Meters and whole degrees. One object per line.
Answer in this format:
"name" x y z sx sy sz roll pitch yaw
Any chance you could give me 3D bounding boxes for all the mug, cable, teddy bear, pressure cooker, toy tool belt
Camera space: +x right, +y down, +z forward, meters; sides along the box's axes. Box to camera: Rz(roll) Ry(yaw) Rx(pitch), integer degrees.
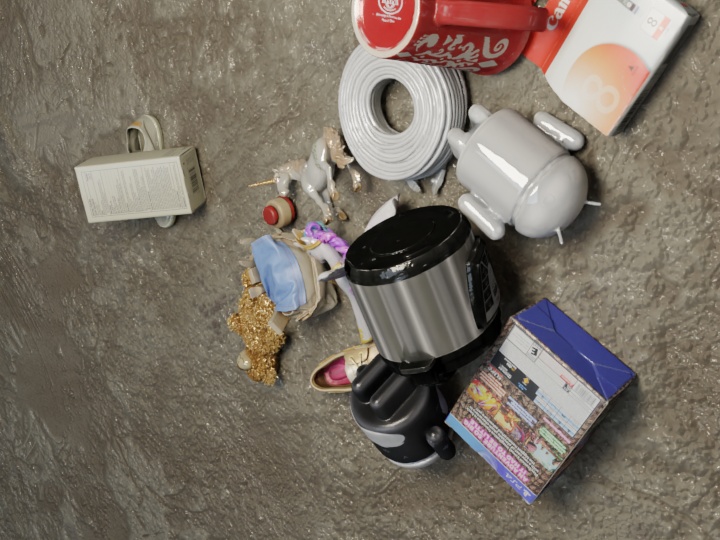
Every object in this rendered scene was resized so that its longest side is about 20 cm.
"mug" 0.108 -0.311 1.065 0.176 0.198 0.135 -22 81 45
"cable" 0.053 -0.222 1.238 0.200 0.069 0.202 41 126 23
"teddy bear" -0.175 0.095 1.529 0.144 0.066 0.202 37 124 28
"pressure cooker" 0.087 0.039 1.161 0.178 0.174 0.202 29 145 63
"toy tool belt" -0.127 -0.010 1.410 0.124 0.122 0.202 -28 85 50

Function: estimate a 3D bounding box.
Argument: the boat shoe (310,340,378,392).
"boat shoe" 0.001 0.152 1.398 0.199 0.069 0.075 -25 87 42

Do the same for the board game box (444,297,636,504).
"board game box" 0.232 0.170 1.191 0.159 0.096 0.201 43 126 22

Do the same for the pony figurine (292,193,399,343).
"pony figurine" 0.000 0.000 1.305 0.201 0.167 0.192 51 147 -12

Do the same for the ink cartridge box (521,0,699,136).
"ink cartridge box" 0.265 -0.282 1.056 0.200 0.050 0.163 42 126 19

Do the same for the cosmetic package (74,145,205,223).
"cosmetic package" -0.376 -0.147 1.561 0.197 0.073 0.105 -3 111 15

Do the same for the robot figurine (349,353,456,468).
"robot figurine" 0.061 0.198 1.289 0.123 0.201 0.152 -16 50 15

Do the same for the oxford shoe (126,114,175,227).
"oxford shoe" -0.376 -0.174 1.622 0.074 0.057 0.203 -1 104 37

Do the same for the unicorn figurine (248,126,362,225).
"unicorn figurine" -0.066 -0.139 1.366 0.200 0.073 0.138 -48 64 38

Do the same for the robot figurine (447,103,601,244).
"robot figurine" 0.198 -0.119 1.120 0.170 0.113 0.200 -48 68 3
